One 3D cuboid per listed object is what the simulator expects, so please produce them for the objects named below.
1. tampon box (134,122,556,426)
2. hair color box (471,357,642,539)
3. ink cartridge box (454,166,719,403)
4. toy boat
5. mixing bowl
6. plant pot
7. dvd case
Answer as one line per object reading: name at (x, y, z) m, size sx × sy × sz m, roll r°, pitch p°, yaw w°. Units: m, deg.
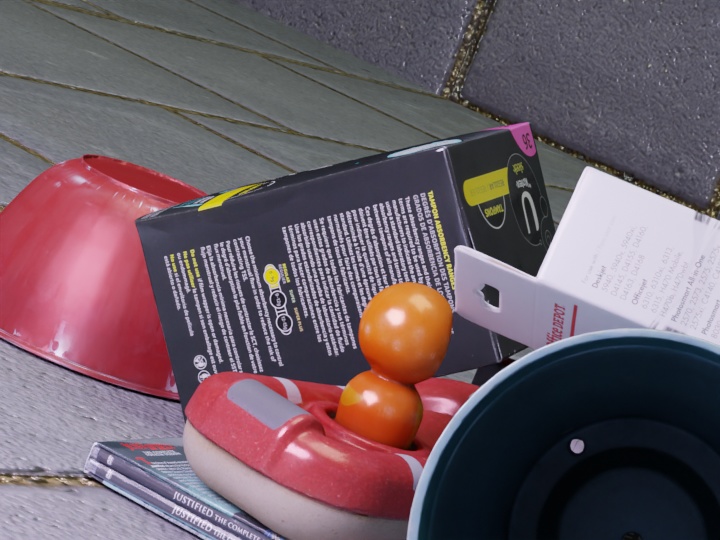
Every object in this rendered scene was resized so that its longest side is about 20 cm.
tampon box at (0.000, 0.000, 1.541) m, size 0.199 × 0.127 × 0.150 m, roll -13°, pitch 4°, yaw 23°
hair color box at (0.107, 0.126, 1.482) m, size 0.061 × 0.102 × 0.200 m, roll 19°, pitch 10°, yaw -20°
ink cartridge box at (0.149, 0.017, 1.307) m, size 0.200 × 0.067 × 0.116 m, roll 23°, pitch -16°, yaw 9°
toy boat at (0.013, 0.069, 1.372) m, size 0.130 × 0.131 × 0.200 m, roll 29°, pitch 12°, yaw 39°
mixing bowl at (-0.146, -0.005, 1.658) m, size 0.200 × 0.109 × 0.200 m, roll 21°, pitch 9°, yaw -3°
plant pot at (0.127, 0.132, 1.259) m, size 0.200 × 0.201 × 0.188 m, roll 22°, pitch -2°, yaw 6°
dvd case at (-0.026, 0.135, 1.384) m, size 0.200 × 0.022 × 0.146 m, roll 26°, pitch 11°, yaw 24°
